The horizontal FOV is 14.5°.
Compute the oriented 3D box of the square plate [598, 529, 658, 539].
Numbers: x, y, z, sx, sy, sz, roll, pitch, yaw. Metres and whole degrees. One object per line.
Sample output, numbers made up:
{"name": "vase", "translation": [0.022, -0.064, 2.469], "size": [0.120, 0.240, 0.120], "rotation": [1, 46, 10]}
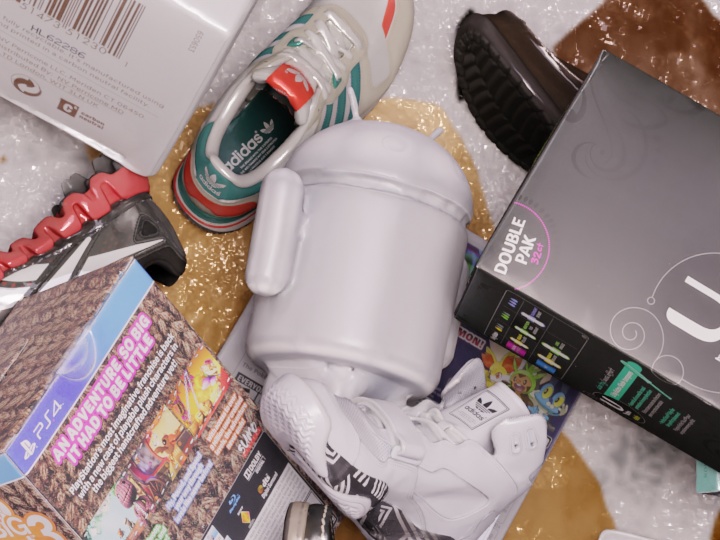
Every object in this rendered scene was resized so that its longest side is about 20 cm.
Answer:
{"name": "square plate", "translation": [0.215, 0.270, 1.669], "size": [0.198, 0.028, 0.200], "rotation": [14, 75, -8]}

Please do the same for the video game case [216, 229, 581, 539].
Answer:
{"name": "video game case", "translation": [0.027, 0.057, 1.680], "size": [0.200, 0.023, 0.182], "rotation": [31, 74, -3]}

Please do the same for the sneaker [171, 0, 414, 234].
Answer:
{"name": "sneaker", "translation": [-0.030, -0.108, 1.666], "size": [0.070, 0.093, 0.200], "rotation": [42, 74, -1]}

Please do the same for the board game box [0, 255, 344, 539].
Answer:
{"name": "board game box", "translation": [-0.127, 0.125, 1.529], "size": [0.200, 0.097, 0.159], "rotation": [52, 42, -20]}

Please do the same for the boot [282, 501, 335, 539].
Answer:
{"name": "boot", "translation": [0.037, 0.210, 1.497], "size": [0.151, 0.073, 0.200], "rotation": [-7, 102, 6]}

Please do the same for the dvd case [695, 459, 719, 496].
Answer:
{"name": "dvd case", "translation": [0.272, 0.072, 1.680], "size": [0.200, 0.022, 0.146], "rotation": [14, 73, -40]}

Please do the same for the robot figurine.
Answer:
{"name": "robot figurine", "translation": [0.000, 0.000, 1.616], "size": [0.170, 0.113, 0.200], "rotation": [28, 69, -46]}

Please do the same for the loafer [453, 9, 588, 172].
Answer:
{"name": "loafer", "translation": [0.137, -0.084, 1.714], "size": [0.200, 0.073, 0.071], "rotation": [48, 64, -4]}

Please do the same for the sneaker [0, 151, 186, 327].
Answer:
{"name": "sneaker", "translation": [-0.181, 0.024, 1.617], "size": [0.200, 0.071, 0.098], "rotation": [-39, 86, -18]}

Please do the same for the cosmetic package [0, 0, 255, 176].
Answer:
{"name": "cosmetic package", "translation": [-0.127, -0.199, 1.603], "size": [0.167, 0.166, 0.200], "rotation": [29, 57, -4]}

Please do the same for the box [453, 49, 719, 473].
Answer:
{"name": "box", "translation": [0.175, 0.002, 1.557], "size": [0.200, 0.124, 0.149], "rotation": [31, 76, 4]}

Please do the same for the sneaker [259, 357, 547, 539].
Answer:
{"name": "sneaker", "translation": [0.028, 0.088, 1.539], "size": [0.115, 0.200, 0.075], "rotation": [-44, 48, -4]}
